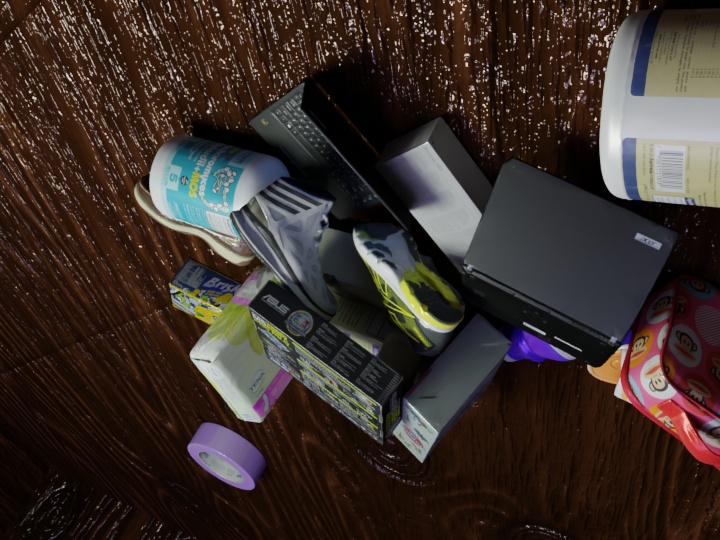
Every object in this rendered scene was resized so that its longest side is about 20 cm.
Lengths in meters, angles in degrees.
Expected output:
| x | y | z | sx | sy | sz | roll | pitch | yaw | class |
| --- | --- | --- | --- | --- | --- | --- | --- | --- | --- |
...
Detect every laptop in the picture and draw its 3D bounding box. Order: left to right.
| x | y | z | sx | sy | sz | roll | pitch | yaw | class |
| --- | --- | --- | --- | --- | --- | --- | --- | --- | --- |
| -0.041 | -0.114 | 0.849 | 0.177 | 0.104 | 0.198 | 46 | 144 | -21 | laptop |
| 0.205 | 0.001 | 0.771 | 0.175 | 0.104 | 0.200 | 28 | 169 | 16 | laptop |

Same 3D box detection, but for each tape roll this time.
| x | y | z | sx | sy | sz | roll | pitch | yaw | class |
| --- | --- | --- | --- | --- | --- | --- | --- | --- | --- |
| -0.338 | 0.472 | 1.872 | 0.197 | 0.066 | 0.202 | 22 | 146 | 16 | tape roll |

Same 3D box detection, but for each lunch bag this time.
| x | y | z | sx | sy | sz | roll | pitch | yaw | class |
| --- | --- | --- | --- | --- | --- | --- | --- | --- | --- |
| 0.368 | 0.122 | 0.758 | 0.199 | 0.177 | 0.082 | 36 | 143 | -5 | lunch bag |

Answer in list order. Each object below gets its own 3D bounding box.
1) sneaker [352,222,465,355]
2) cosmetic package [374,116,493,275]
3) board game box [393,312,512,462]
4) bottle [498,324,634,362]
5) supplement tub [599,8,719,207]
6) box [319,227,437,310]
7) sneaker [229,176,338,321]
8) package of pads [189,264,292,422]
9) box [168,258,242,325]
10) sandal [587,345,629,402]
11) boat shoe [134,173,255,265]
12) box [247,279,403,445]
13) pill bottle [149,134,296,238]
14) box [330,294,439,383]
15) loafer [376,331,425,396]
| x | y | z | sx | sy | sz | roll | pitch | yaw | class |
| --- | --- | --- | --- | --- | --- | --- | --- | --- | --- |
| 0.042 | 0.020 | 0.875 | 0.201 | 0.073 | 0.086 | 54 | 140 | 40 | sneaker |
| 0.111 | -0.070 | 0.829 | 0.082 | 0.051 | 0.200 | -15 | 125 | 45 | cosmetic package |
| 0.115 | 0.160 | 0.968 | 0.064 | 0.147 | 0.201 | 40 | 161 | 16 | board game box |
| 0.243 | 0.067 | 0.887 | 0.083 | 0.066 | 0.199 | 43 | 145 | -11 | bottle |
| 0.290 | -0.117 | 0.543 | 0.197 | 0.146 | 0.146 | 10 | 141 | 30 | supplement tub |
| 0.000 | 0.000 | 0.978 | 0.197 | 0.069 | 0.082 | 17 | 165 | 22 | box |
| -0.056 | -0.029 | 0.885 | 0.201 | 0.115 | 0.076 | 52 | 179 | -39 | sneaker |
| -0.153 | 0.107 | 1.133 | 0.067 | 0.201 | 0.156 | 6 | 139 | 40 | package of pads |
| -0.223 | 0.061 | 1.253 | 0.197 | 0.065 | 0.071 | 26 | 146 | 10 | box |
| 0.370 | 0.139 | 0.885 | 0.203 | 0.060 | 0.080 | 8 | 140 | 31 | sandal |
| -0.229 | -0.091 | 1.070 | 0.200 | 0.075 | 0.075 | 29 | 133 | -7 | boat shoe |
| -0.039 | 0.115 | 0.892 | 0.198 | 0.044 | 0.161 | 34 | 157 | 19 | box |
| -0.165 | -0.103 | 0.955 | 0.197 | 0.112 | 0.112 | 16 | 144 | 21 | pill bottle |
| 0.015 | 0.103 | 1.089 | 0.197 | 0.097 | 0.177 | 21 | 145 | 17 | box |
| 0.035 | 0.154 | 0.988 | 0.075 | 0.069 | 0.201 | 24 | 146 | 10 | loafer |
